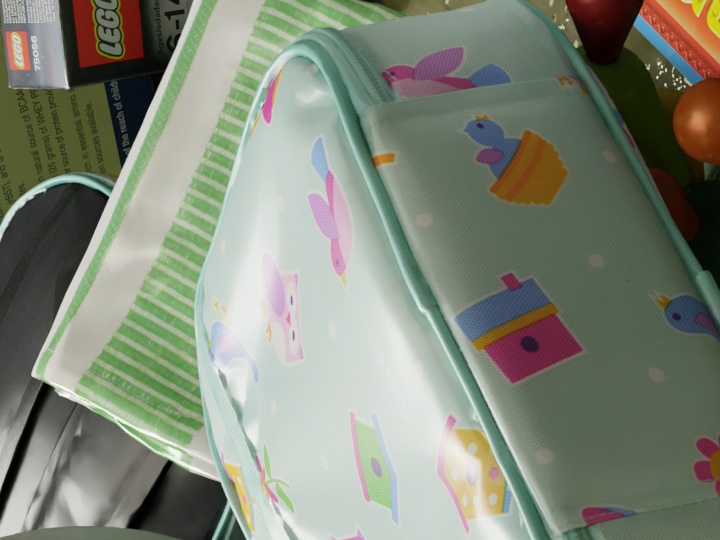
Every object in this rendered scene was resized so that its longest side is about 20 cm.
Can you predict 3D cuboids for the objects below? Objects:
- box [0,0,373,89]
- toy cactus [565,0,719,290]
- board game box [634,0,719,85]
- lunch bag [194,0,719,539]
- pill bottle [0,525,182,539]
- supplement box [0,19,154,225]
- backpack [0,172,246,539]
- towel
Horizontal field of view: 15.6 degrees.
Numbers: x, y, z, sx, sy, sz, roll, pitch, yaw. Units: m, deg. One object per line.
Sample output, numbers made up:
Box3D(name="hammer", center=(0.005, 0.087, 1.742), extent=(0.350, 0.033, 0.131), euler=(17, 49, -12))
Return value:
Box3D(name="box", center=(-0.064, -0.169, 0.878), extent=(0.040, 0.136, 0.201), euler=(6, 106, 49))
Box3D(name="toy cactus", center=(0.129, 0.009, 0.650), extent=(0.102, 0.199, 0.166), euler=(-68, -4, -48))
Box3D(name="board game box", center=(0.125, -0.155, 0.712), extent=(0.200, 0.056, 0.197), euler=(51, 130, 39))
Box3D(name="lunch bag", center=(0.026, 0.053, 0.620), extent=(0.201, 0.077, 0.161), euler=(67, 151, 29))
Box3D(name="pill bottle", center=(-0.084, 0.186, 0.786), extent=(0.116, 0.115, 0.201), euler=(29, 120, 49))
Box3D(name="supplement box", center=(-0.194, -0.078, 0.976), extent=(0.134, 0.199, 0.201), euler=(54, 161, 37))
Box3D(name="backpack", center=(-0.063, 0.067, 0.899), extent=(0.176, 0.153, 0.201), euler=(43, 127, 41))
Box3D(name="towel", center=(0.000, 0.000, 0.753), extent=(0.199, 0.023, 0.153), euler=(22, 88, 39))
